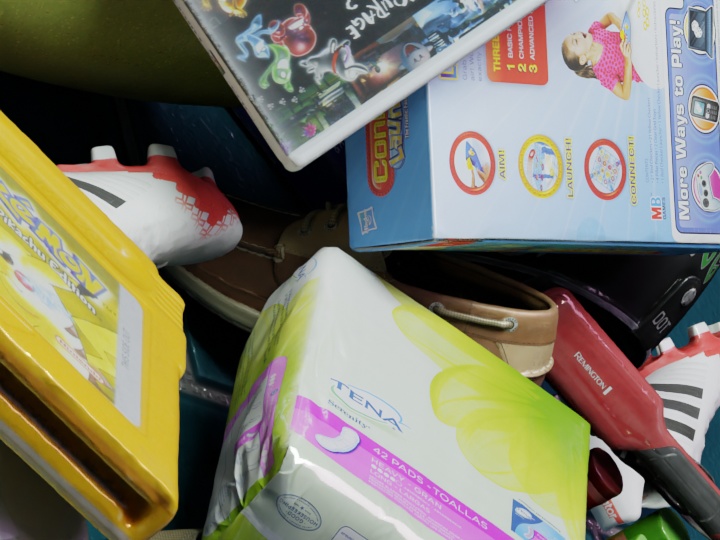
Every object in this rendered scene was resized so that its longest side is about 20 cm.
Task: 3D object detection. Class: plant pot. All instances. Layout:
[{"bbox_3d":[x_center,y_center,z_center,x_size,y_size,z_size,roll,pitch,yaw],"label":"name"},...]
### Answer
[{"bbox_3d":[-0.118,-0.155,1.238,0.200,0.187,0.188,-12,71,-48],"label":"plant pot"}]

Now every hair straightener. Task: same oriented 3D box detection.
[{"bbox_3d":[0.139,0.076,1.358,0.200,0.041,0.077,42,-1,-16],"label":"hair straightener"}]

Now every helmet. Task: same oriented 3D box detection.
[{"bbox_3d":[0.099,-0.060,1.436,0.200,0.200,0.191,35,65,-37],"label":"helmet"}]

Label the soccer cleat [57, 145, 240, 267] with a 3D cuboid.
[{"bbox_3d":[-0.123,-0.010,1.167,0.200,0.068,0.086,13,60,-51],"label":"soccer cleat"}]

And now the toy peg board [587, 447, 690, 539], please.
[{"bbox_3d":[0.059,0.115,1.316,0.200,0.098,0.200,56,26,-5],"label":"toy peg board"}]

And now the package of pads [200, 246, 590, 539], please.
[{"bbox_3d":[0.016,0.087,1.152,0.154,0.068,0.200,35,23,-11],"label":"package of pads"}]

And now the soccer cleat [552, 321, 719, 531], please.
[{"bbox_3d":[0.165,0.086,1.570,0.200,0.068,0.086,-21,89,-60],"label":"soccer cleat"}]

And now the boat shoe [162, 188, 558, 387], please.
[{"bbox_3d":[0.000,0.000,1.284,0.199,0.074,0.076,25,26,4],"label":"boat shoe"}]

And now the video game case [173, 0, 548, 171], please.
[{"bbox_3d":[0.002,-0.170,1.167,0.182,0.200,0.023,56,-10,-1],"label":"video game case"}]

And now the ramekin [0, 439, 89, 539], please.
[{"bbox_3d":[-0.182,0.083,0.940,0.200,0.098,0.201,40,31,-31],"label":"ramekin"}]

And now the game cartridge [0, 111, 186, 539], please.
[{"bbox_3d":[-0.129,-0.008,0.999,0.176,0.032,0.200,45,14,-18],"label":"game cartridge"}]

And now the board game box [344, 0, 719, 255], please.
[{"bbox_3d":[0.081,-0.107,1.263,0.195,0.056,0.201,1,85,-42],"label":"board game box"}]

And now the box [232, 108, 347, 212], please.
[{"bbox_3d":[-0.044,-0.116,1.462,0.200,0.032,0.121,51,28,-11],"label":"box"}]

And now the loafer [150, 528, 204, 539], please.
[{"bbox_3d":[-0.042,0.185,1.104,0.200,0.067,0.076,54,28,-6],"label":"loafer"}]
